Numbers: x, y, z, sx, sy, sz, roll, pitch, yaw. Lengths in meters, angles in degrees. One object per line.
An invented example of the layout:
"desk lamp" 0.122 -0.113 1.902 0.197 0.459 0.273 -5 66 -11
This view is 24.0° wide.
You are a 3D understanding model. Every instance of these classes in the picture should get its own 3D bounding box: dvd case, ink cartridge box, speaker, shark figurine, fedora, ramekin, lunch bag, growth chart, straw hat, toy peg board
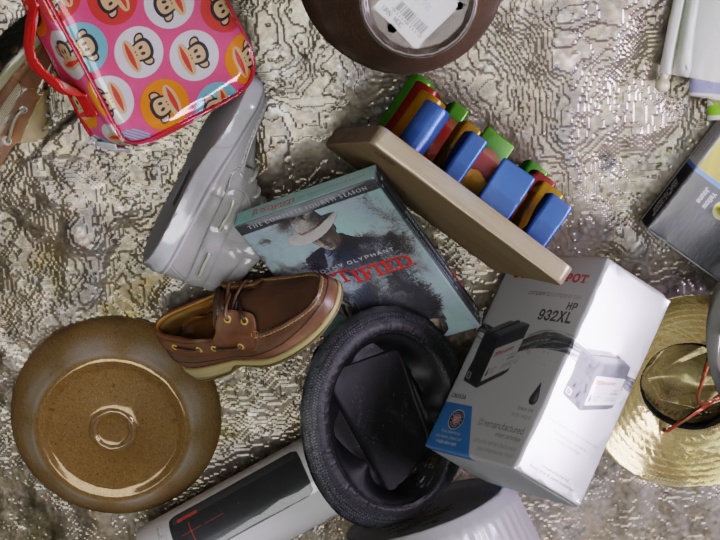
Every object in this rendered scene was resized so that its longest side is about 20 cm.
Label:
"dvd case" 0.000 0.000 1.499 0.145 0.022 0.200 -17 129 25
"ink cartridge box" 0.163 0.091 1.486 0.084 0.145 0.201 32 77 -26
"speaker" -0.110 0.233 1.597 0.199 0.081 0.081 -29 107 7
"shark figurine" 0.347 0.018 1.467 0.128 0.089 0.215 42 67 -3
"fedora" 0.005 0.128 1.529 0.200 0.091 0.202 -4 97 -34
"ramekin" 0.073 0.263 1.559 0.201 0.202 0.095 -18 95 3
"lunch bag" -0.199 -0.205 1.418 0.176 0.082 0.201 -31 106 -25
"growth chart" 0.357 -0.186 1.481 0.199 0.018 0.145 17 100 10
"straw hat" 0.303 0.101 1.571 0.200 0.085 0.202 -1 109 -2
"ink cartridge box" 0.393 -0.064 1.545 0.200 0.047 0.198 34 102 -9
"toy peg board" 0.092 -0.090 1.453 0.200 0.199 0.098 35 86 -11

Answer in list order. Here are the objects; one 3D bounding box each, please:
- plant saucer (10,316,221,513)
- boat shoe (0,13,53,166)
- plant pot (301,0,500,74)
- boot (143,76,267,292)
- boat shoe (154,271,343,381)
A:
"plant saucer" -0.230 0.143 1.585 0.199 0.035 0.201 -1 107 -3
"boat shoe" -0.308 -0.143 1.477 0.074 0.076 0.200 36 100 -29
"plant pot" 0.040 -0.237 1.392 0.186 0.200 0.188 -1 108 -3
"boot" -0.110 -0.072 1.513 0.095 0.074 0.200 24 110 -20
"boat shoe" -0.103 0.044 1.497 0.200 0.072 0.068 -20 135 37
